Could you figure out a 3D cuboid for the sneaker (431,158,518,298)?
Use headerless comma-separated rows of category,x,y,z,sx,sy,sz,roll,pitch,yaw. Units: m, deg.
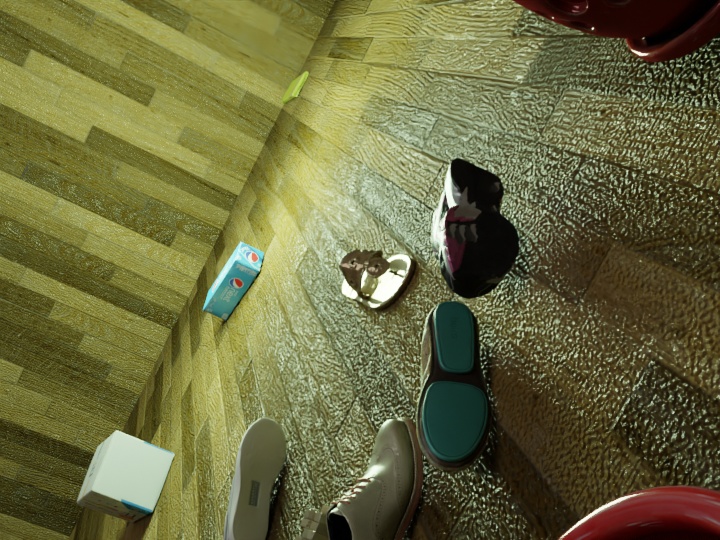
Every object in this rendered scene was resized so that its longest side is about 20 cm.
sneaker,0.111,-0.028,0.939,0.200,0.080,0.086,-75,5,-55

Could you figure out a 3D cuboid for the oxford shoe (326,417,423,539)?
oxford shoe,0.010,0.225,0.873,0.071,0.074,0.200,-45,25,48

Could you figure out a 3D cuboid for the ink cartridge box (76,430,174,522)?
ink cartridge box,-0.542,0.477,2.078,0.200,0.147,0.145,-39,30,57

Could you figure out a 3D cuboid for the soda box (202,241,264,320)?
soda box,-0.300,0.027,2.135,0.200,0.064,0.068,-50,21,39

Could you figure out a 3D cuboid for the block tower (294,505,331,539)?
block tower,-0.058,0.346,0.946,0.058,0.054,0.200,-23,44,67

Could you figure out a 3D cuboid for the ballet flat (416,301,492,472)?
ballet flat,0.084,0.116,0.843,0.071,0.071,0.200,-51,22,38

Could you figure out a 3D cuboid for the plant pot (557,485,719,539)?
plant pot,0.150,0.195,0.294,0.201,0.182,0.201,-54,19,29

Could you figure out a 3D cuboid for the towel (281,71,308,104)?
towel,-0.201,-0.557,2.769,0.086,0.018,0.200,-60,15,-4

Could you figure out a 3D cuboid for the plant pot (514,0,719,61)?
plant pot,0.224,-0.283,0.739,0.201,0.182,0.201,-55,20,30

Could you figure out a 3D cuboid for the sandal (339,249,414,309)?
sandal,-0.002,0.005,1.239,0.078,0.070,0.212,-68,17,-10

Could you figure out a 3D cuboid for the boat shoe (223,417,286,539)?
boat shoe,-0.153,0.308,1.285,0.069,0.072,0.200,-46,34,46
